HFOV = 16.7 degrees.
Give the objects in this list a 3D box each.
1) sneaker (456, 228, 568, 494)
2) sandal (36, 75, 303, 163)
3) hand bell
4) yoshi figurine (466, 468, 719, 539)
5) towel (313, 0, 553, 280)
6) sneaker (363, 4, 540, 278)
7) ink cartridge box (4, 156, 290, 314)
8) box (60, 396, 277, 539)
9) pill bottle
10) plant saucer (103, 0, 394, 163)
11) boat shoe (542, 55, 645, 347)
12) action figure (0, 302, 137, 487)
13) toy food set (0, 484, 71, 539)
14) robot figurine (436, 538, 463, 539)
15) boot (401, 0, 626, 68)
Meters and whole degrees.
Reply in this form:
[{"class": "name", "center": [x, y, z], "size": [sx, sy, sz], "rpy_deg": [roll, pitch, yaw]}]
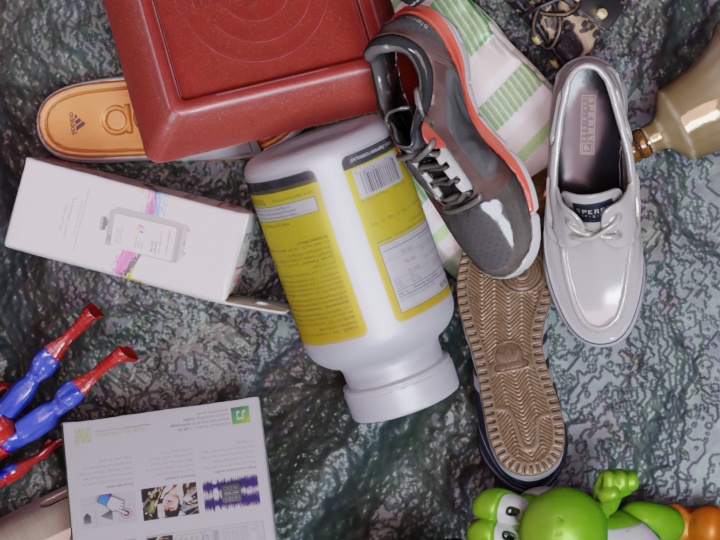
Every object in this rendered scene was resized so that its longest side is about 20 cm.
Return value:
[{"class": "sneaker", "center": [0.109, 0.063, 1.750], "size": [0.070, 0.109, 0.200], "rpy_deg": [-6, 70, 3]}, {"class": "sandal", "center": [-0.133, -0.111, 1.749], "size": [0.206, 0.059, 0.079], "rpy_deg": [-9, 93, 6]}, {"class": "hand bell", "center": [0.190, -0.087, 1.724], "size": [0.200, 0.104, 0.104], "rpy_deg": [-27, 91, 1]}, {"class": "yoshi figurine", "center": [0.170, 0.192, 1.697], "size": [0.200, 0.113, 0.112], "rpy_deg": [14, 134, -32]}, {"class": "towel", "center": [0.065, -0.106, 1.770], "size": [0.153, 0.023, 0.200], "rpy_deg": [-44, 92, 3]}, {"class": "sneaker", "center": [0.051, -0.078, 1.675], "size": [0.077, 0.082, 0.200], "rpy_deg": [-22, 96, 38]}, {"class": "ink cartridge box", "center": [-0.139, -0.025, 1.729], "size": [0.200, 0.116, 0.068], "rpy_deg": [15, 93, 0]}, {"class": "box", "center": [-0.129, 0.194, 1.714], "size": [0.144, 0.036, 0.200], "rpy_deg": [-7, 65, -1]}, {"class": "pill bottle", "center": [0.000, 0.000, 1.724], "size": [0.112, 0.112, 0.200], "rpy_deg": [-19, 100, 2]}, {"class": "plant saucer", "center": [-0.077, -0.194, 1.722], "size": [0.199, 0.037, 0.200], "rpy_deg": [-14, 79, -10]}, {"class": "boat shoe", "center": [0.159, -0.045, 1.669], "size": [0.072, 0.066, 0.200], "rpy_deg": [2, 95, 7]}, {"class": "action figure", "center": [-0.249, 0.110, 1.769], "size": [0.200, 0.052, 0.065], "rpy_deg": [-41, 85, 7]}, {"class": "toy food set", "center": [-0.169, 0.245, 1.774], "size": [0.143, 0.060, 0.200], "rpy_deg": [-26, 92, -10]}, {"class": "robot figurine", "center": [0.045, 0.270, 1.733], "size": [0.200, 0.150, 0.125], "rpy_deg": [-9, 66, 2]}, {"class": "boot", "center": [0.103, -0.200, 1.692], "size": [0.151, 0.200, 0.073], "rpy_deg": [41, 120, -6]}]
